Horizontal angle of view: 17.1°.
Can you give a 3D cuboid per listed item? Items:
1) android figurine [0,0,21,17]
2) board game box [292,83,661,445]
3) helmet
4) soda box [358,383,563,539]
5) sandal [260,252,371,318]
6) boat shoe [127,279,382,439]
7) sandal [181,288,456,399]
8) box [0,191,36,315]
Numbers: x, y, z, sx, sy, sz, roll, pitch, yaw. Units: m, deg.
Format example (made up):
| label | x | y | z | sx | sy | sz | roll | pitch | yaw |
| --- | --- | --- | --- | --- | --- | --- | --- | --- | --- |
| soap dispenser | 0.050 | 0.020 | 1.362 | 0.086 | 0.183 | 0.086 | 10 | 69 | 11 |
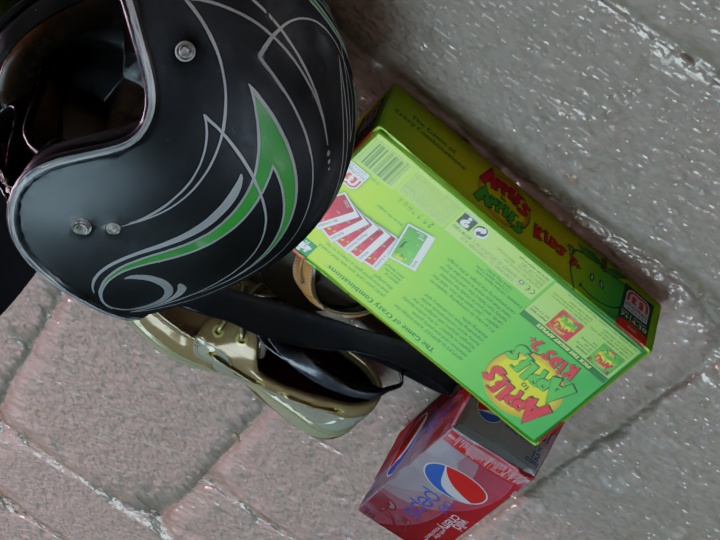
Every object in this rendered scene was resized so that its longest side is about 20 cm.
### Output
| label | x | y | z | sx | sy | sz | roll | pitch | yaw |
| --- | --- | --- | --- | --- | --- | --- | --- | --- | --- |
| android figurine | -0.294 | -0.193 | 1.444 | 0.199 | 0.041 | 0.183 | 17 | 149 | 27 |
| board game box | 0.060 | -0.001 | 1.340 | 0.200 | 0.048 | 0.102 | 39 | 126 | -12 |
| helmet | -0.095 | -0.088 | 1.247 | 0.190 | 0.200 | 0.200 | -39 | 107 | 15 |
| soda box | 0.067 | 0.118 | 1.546 | 0.063 | 0.070 | 0.200 | 33 | 154 | -4 |
| sandal | 0.000 | 0.000 | 1.438 | 0.199 | 0.055 | 0.082 | -5 | 135 | 50 |
| boat shoe | -0.070 | 0.038 | 1.565 | 0.199 | 0.074 | 0.066 | 30 | 151 | -18 |
| sandal | -0.036 | 0.048 | 1.507 | 0.199 | 0.043 | 0.076 | 17 | 177 | -11 |
| box | -0.302 | -0.080 | 1.569 | 0.199 | 0.105 | 0.148 | 23 | 151 | 19 |
